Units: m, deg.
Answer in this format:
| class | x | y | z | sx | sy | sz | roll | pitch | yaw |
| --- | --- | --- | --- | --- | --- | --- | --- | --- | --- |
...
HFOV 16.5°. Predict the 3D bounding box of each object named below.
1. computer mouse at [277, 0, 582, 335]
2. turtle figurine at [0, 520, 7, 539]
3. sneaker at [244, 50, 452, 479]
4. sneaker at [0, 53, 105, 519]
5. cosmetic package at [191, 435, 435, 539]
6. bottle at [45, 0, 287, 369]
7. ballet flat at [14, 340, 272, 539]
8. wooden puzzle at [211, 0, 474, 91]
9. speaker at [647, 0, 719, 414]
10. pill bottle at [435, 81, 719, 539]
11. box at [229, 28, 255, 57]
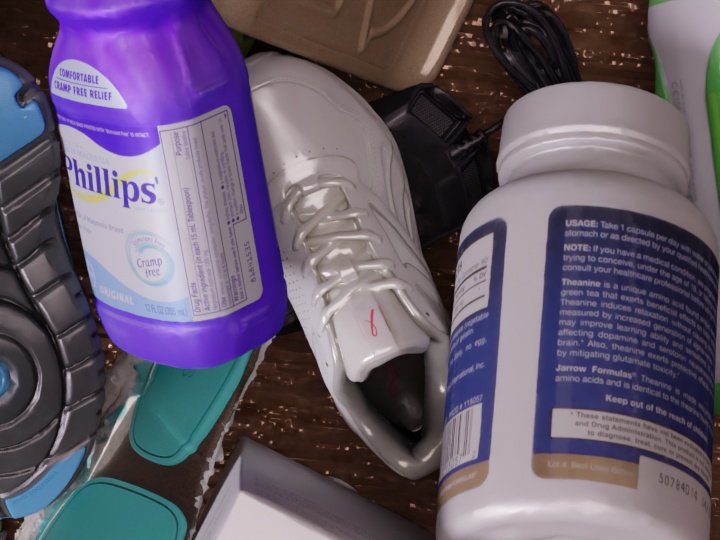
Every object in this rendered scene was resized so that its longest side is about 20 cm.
| class | x | y | z | sx | sy | sz | roll | pitch | yaw |
| --- | --- | --- | --- | --- | --- | --- | --- | --- | --- |
| computer mouse | 0.032 | -0.022 | 1.134 | 0.200 | 0.046 | 0.141 | -37 | 111 | 3 |
| turtle figurine | -0.192 | 0.132 | 1.068 | 0.200 | 0.194 | 0.144 | 34 | 48 | 27 |
| sneaker | 0.000 | 0.000 | 1.058 | 0.078 | 0.099 | 0.200 | -27 | 110 | 1 |
| sneaker | -0.147 | 0.003 | 1.021 | 0.073 | 0.082 | 0.201 | -4 | 108 | -14 |
| cosmetic package | -0.023 | 0.137 | 1.052 | 0.107 | 0.200 | 0.085 | 27 | 90 | -2 |
| bottle | -0.081 | -0.063 | 0.969 | 0.065 | 0.083 | 0.201 | -27 | 119 | -37 |
| ballet flat | -0.097 | 0.083 | 1.076 | 0.072 | 0.072 | 0.200 | 30 | 89 | -2 |
| wooden puzzle | 0.009 | -0.179 | 1.059 | 0.046 | 0.200 | 0.186 | 28 | 96 | 26 |
| speaker | 0.179 | -0.040 | 1.113 | 0.088 | 0.088 | 0.201 | -8 | 91 | -1 |
| pill bottle | 0.093 | 0.028 | 1.034 | 0.111 | 0.111 | 0.201 | 7 | 64 | -2 |
| box | -0.055 | -0.156 | 1.084 | 0.048 | 0.122 | 0.200 | 29 | 90 | 10 |
